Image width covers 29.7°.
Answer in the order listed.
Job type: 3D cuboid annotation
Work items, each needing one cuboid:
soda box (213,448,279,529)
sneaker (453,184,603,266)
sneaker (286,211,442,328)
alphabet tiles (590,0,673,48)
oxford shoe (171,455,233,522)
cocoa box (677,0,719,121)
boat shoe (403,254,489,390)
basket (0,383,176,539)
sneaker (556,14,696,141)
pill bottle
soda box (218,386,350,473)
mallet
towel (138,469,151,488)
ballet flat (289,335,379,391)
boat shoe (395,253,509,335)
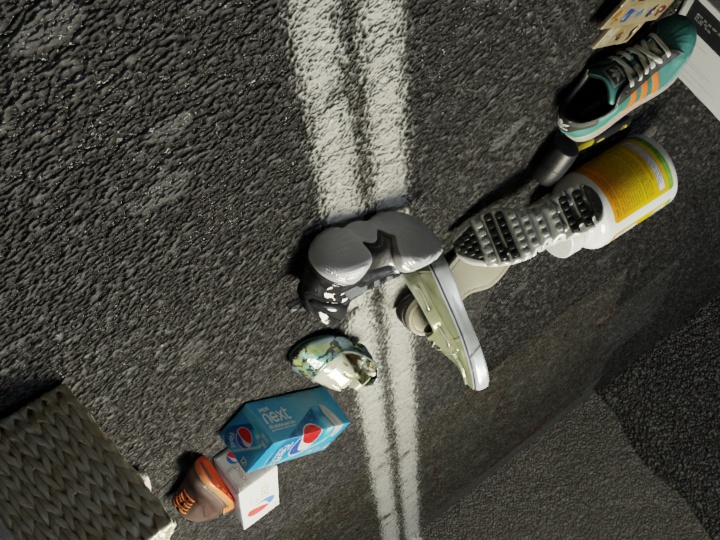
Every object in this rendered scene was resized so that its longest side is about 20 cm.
[{"bbox_3d":[-0.160,0.302,1.931,0.068,0.064,0.201,-34,161,-16],"label":"soda box"},{"bbox_3d":[0.215,-0.050,1.761,0.197,0.076,0.081,-15,173,-6],"label":"sneaker"},{"bbox_3d":[0.000,0.000,1.529,0.199,0.076,0.114,-11,148,-45],"label":"sneaker"},{"bbox_3d":[0.336,-0.318,1.481,0.200,0.006,0.166,-48,165,33],"label":"alphabet tiles"},{"bbox_3d":[-0.215,0.305,1.823,0.072,0.072,0.200,-30,161,-11],"label":"oxford shoe"},{"bbox_3d":[0.492,-0.265,1.666,0.130,0.200,0.134,-31,160,-26],"label":"cocoa box"},{"bbox_3d":[0.113,0.073,1.792,0.061,0.202,0.072,-23,-163,-1],"label":"boat shoe"},{"bbox_3d":[-0.307,0.254,1.330,0.160,0.200,0.199,-35,162,-31],"label":"basket"},{"bbox_3d":[0.316,-0.230,1.609,0.200,0.072,0.080,-42,166,11],"label":"sneaker"},{"bbox_3d":[0.337,-0.099,1.891,0.199,0.111,0.111,-31,160,-25],"label":"pill bottle"},{"bbox_3d":[-0.099,0.212,1.832,0.064,0.068,0.199,-47,160,24],"label":"soda box"},{"bbox_3d":[0.301,-0.173,1.776,0.199,0.041,0.066,-32,164,-35],"label":"mallet"},{"bbox_3d":[-0.348,0.340,1.705,0.199,0.032,0.192,-34,161,-20],"label":"towel"},{"bbox_3d":[-0.025,0.126,1.777,0.074,0.074,0.200,-44,161,15],"label":"ballet flat"},{"bbox_3d":[0.127,0.007,1.850,0.200,0.073,0.063,-41,-154,-14],"label":"boat shoe"}]
